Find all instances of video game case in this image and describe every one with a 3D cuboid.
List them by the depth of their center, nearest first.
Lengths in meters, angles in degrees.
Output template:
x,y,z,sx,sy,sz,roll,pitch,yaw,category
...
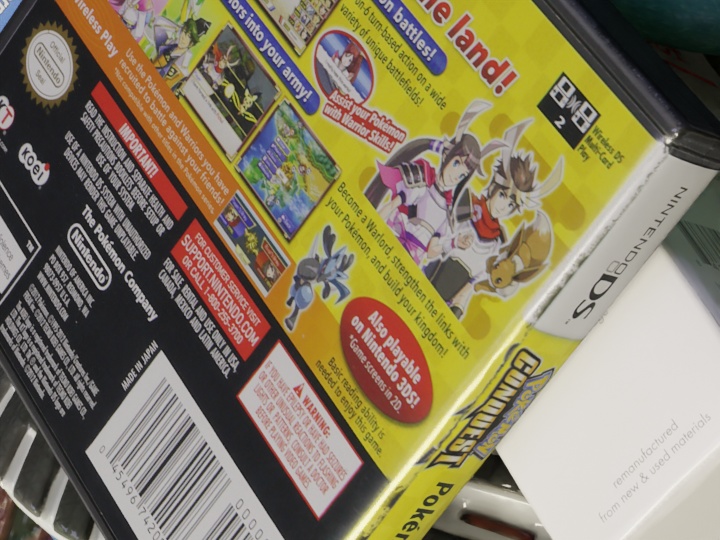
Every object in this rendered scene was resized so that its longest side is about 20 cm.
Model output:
x,y,z,sx,sy,sz,roll,pitch,yaw,category
-0.023,-0.024,0.659,0.181,0.025,0.200,-53,50,20,video game case

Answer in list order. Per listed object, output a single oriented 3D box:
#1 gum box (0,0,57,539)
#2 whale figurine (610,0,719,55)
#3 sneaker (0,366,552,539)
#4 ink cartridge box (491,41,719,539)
x,y,z,sx,sy,sz,roll,pitch,yaw,category
-0.067,-0.024,0.792,0.170,0.045,0.200,-45,78,24,gum box
0.070,-0.129,0.632,0.104,0.200,0.159,-27,59,6,whale figurine
-0.016,0.069,0.723,0.200,0.090,0.078,20,67,23,sneaker
0.060,-0.011,0.678,0.067,0.117,0.200,-47,53,22,ink cartridge box
